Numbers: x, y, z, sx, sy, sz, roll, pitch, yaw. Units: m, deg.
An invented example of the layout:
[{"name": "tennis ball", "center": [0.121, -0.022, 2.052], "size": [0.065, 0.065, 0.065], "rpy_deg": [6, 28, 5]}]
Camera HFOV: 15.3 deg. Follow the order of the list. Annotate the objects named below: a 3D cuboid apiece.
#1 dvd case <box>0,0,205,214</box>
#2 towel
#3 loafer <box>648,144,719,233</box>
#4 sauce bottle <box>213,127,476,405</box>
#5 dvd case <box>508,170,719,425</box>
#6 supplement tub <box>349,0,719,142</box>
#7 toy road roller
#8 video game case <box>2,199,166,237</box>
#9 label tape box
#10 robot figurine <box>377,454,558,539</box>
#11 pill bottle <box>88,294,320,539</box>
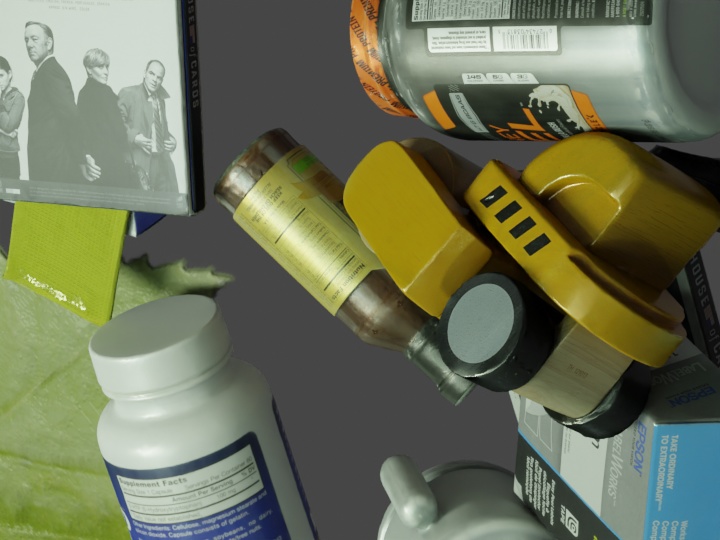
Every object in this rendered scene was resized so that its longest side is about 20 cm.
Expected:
[{"name": "dvd case", "center": [-0.168, -0.137, 1.614], "size": [0.150, 0.025, 0.201], "rpy_deg": [6, 108, 23]}, {"name": "towel", "center": [-0.183, -0.055, 1.706], "size": [0.086, 0.018, 0.201], "rpy_deg": [29, 131, 18]}, {"name": "loafer", "center": [0.242, -0.042, 1.419], "size": [0.200, 0.068, 0.071], "rpy_deg": [16, 92, 32]}, {"name": "sauce bottle", "center": [0.000, 0.000, 1.630], "size": [0.200, 0.065, 0.065], "rpy_deg": [44, 135, 4]}, {"name": "dvd case", "center": [0.143, 0.034, 1.568], "size": [0.150, 0.025, 0.201], "rpy_deg": [-1, 117, 38]}, {"name": "supplement tub", "center": [0.101, -0.130, 1.424], "size": [0.199, 0.122, 0.123], "rpy_deg": [3, 119, 38]}, {"name": "toy road roller", "center": [0.101, -0.019, 1.421], "size": [0.146, 0.123, 0.200], "rpy_deg": [-51, 45, 13]}, {"name": "video game case", "center": [-0.214, -0.135, 1.722], "size": [0.181, 0.045, 0.201], "rpy_deg": [14, 125, 30]}, {"name": "label tape box", "center": [0.164, 0.114, 1.482], "size": [0.200, 0.063, 0.145], "rpy_deg": [46, 144, 46]}, {"name": "robot figurine", "center": [0.072, 0.183, 1.623], "size": [0.170, 0.113, 0.200], "rpy_deg": [54, 180, -16]}, {"name": "pill bottle", "center": [-0.106, 0.124, 1.754], "size": [0.119, 0.120, 0.201], "rpy_deg": [1, 117, 38]}]
